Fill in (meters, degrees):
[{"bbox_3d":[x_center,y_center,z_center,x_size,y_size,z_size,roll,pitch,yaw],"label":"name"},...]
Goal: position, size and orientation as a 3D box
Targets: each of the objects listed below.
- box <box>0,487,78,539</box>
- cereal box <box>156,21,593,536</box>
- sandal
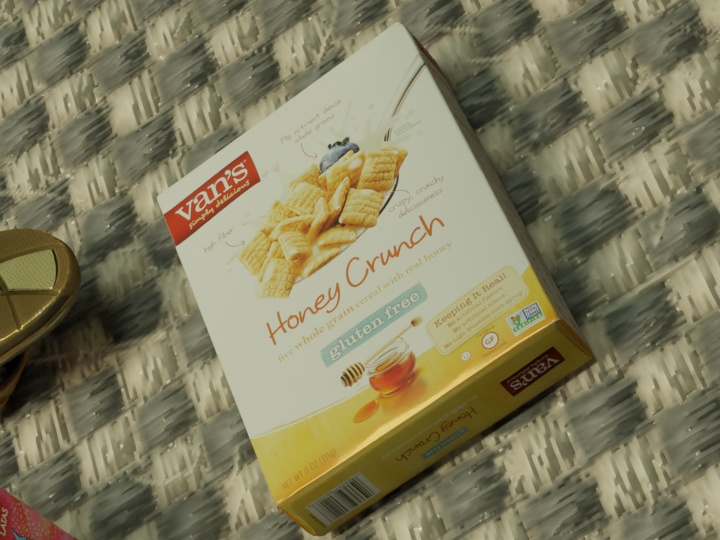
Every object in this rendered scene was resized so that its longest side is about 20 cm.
[{"bbox_3d":[-0.224,0.162,1.132,0.200,0.103,0.095,-14,54,28],"label":"box"},{"bbox_3d":[0.000,0.000,1.126,0.144,0.040,0.200,-35,47,10],"label":"cereal box"},{"bbox_3d":[-0.196,0.050,1.227,0.200,0.054,0.080,-40,39,26],"label":"sandal"}]
